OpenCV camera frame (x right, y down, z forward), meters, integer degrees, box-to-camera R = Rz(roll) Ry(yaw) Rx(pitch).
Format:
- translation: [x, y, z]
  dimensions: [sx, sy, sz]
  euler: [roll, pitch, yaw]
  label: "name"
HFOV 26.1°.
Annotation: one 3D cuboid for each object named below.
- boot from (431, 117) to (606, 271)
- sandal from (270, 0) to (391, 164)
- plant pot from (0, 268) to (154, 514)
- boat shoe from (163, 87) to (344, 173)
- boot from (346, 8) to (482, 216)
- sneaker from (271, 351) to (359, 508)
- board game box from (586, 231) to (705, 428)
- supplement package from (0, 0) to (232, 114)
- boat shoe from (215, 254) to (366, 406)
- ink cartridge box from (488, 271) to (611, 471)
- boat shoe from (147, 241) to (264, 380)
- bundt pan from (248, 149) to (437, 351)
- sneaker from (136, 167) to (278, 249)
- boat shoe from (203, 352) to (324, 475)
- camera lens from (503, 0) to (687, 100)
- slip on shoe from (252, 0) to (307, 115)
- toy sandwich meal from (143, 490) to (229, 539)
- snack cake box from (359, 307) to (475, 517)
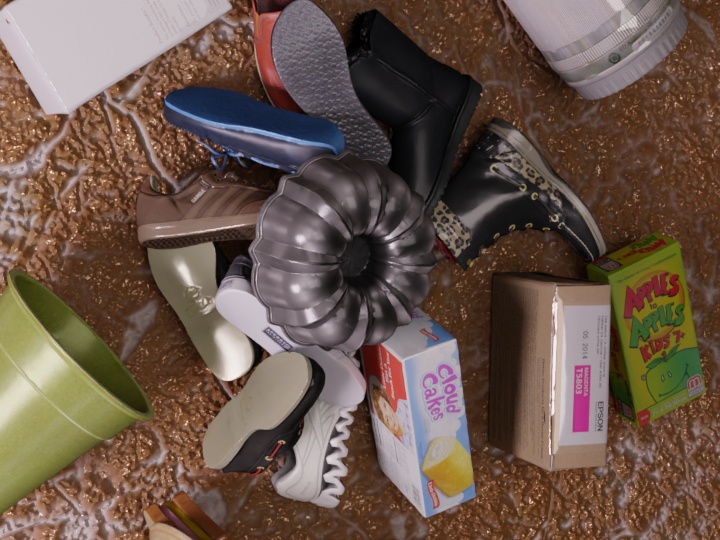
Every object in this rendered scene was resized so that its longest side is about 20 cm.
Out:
- translation: [0.168, -0.050, 1.745]
  dimensions: [0.154, 0.073, 0.204]
  euler: [-45, 108, -7]
  label: "boot"
- translation: [-0.036, -0.186, 1.602]
  dimensions: [0.075, 0.043, 0.202]
  euler: [-27, 114, -1]
  label: "sandal"
- translation: [-0.336, 0.136, 1.516]
  dimensions: [0.190, 0.200, 0.200]
  euler: [-44, 108, 1]
  label: "plant pot"
- translation: [-0.115, -0.130, 1.590]
  dimensions: [0.084, 0.198, 0.069]
  euler: [-46, 150, -47]
  label: "boat shoe"
- translation: [0.026, -0.160, 1.673]
  dimensions: [0.167, 0.076, 0.202]
  euler: [28, 79, -23]
  label: "boot"
- translation: [-0.048, 0.154, 1.677]
  dimensions: [0.080, 0.075, 0.203]
  euler: [8, 91, -12]
  label: "sneaker"
- translation: [0.333, 0.070, 1.804]
  dimensions: [0.101, 0.048, 0.202]
  euler: [-24, 115, -18]
  label: "board game box"
- translation: [-0.249, -0.255, 1.539]
  dimensions: [0.199, 0.117, 0.118]
  euler: [-34, 106, -16]
  label: "supplement package"
- translation: [-0.065, 0.061, 1.607]
  dimensions: [0.200, 0.071, 0.068]
  euler: [40, 44, -20]
  label: "boat shoe"
- translation: [0.207, 0.107, 1.719]
  dimensions: [0.074, 0.164, 0.203]
  euler: [0, 95, -20]
  label: "ink cartridge box"
- translation: [-0.163, 0.017, 1.627]
  dimensions: [0.073, 0.063, 0.203]
  euler: [-26, 91, 13]
  label: "boat shoe"
- translation: [-0.006, -0.012, 1.523]
  dimensions: [0.200, 0.076, 0.205]
  euler: [-8, 106, -30]
  label: "bundt pan"
- translation: [-0.130, -0.071, 1.563]
  dimensions: [0.197, 0.070, 0.077]
  euler: [-6, 77, 2]
  label: "sneaker"
- translation: [-0.090, 0.147, 1.599]
  dimensions: [0.062, 0.201, 0.074]
  euler: [14, 50, -29]
  label: "boat shoe"
- translation: [0.245, -0.310, 1.702]
  dimensions: [0.160, 0.160, 0.201]
  euler: [-43, 107, -12]
  label: "camera lens"
- translation: [-0.083, -0.255, 1.621]
  dimensions: [0.073, 0.061, 0.203]
  euler: [-7, 94, 12]
  label: "slip on shoe"
- translation: [-0.142, 0.315, 1.587]
  dimensions: [0.070, 0.204, 0.206]
  euler: [-41, 107, -26]
  label: "toy sandwich meal"
- translation: [0.059, 0.146, 1.662]
  dimensions: [0.066, 0.115, 0.202]
  euler: [-19, 120, -18]
  label: "snack cake box"
